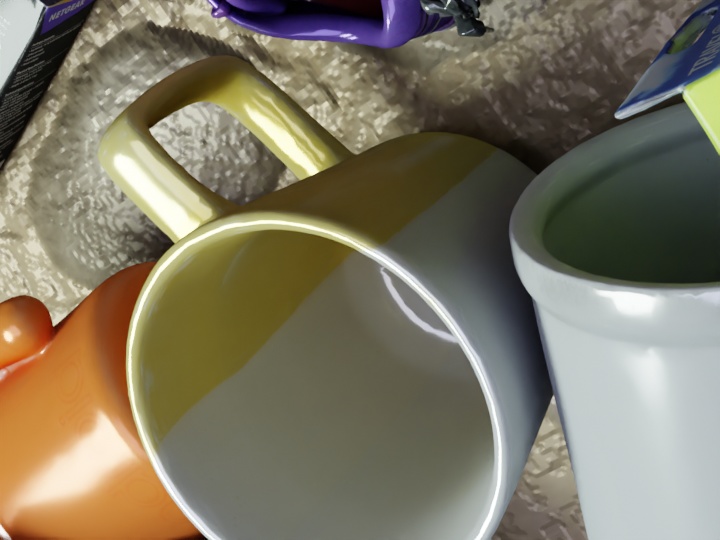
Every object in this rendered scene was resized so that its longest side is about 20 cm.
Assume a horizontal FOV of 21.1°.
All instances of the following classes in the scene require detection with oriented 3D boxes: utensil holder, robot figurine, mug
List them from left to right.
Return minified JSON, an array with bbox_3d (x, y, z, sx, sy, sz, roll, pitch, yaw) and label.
[{"bbox_3d":[-0.104,0.072,0.836,0.200,0.143,0.117,-39,52,36],"label":"robot figurine"},{"bbox_3d":[0.009,0.004,0.718,0.148,0.153,0.188,-8,110,31],"label":"mug"},{"bbox_3d":[0.151,0.058,0.663,0.169,0.170,0.202,-1,115,28],"label":"utensil holder"}]

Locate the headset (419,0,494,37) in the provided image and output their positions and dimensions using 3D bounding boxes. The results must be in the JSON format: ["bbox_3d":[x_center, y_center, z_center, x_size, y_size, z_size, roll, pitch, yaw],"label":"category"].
[{"bbox_3d":[0.096,-0.157,0.621,0.200,0.094,0.124,-40,102,22],"label":"headset"}]

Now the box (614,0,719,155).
[{"bbox_3d":[0.186,-0.093,0.595,0.199,0.122,0.048,-27,102,35],"label":"box"}]

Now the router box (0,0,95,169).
[{"bbox_3d":[-0.226,-0.128,0.838,0.200,0.052,0.157,41,125,4],"label":"router box"}]

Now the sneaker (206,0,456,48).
[{"bbox_3d":[-0.052,-0.133,0.726,0.199,0.083,0.081,17,121,21],"label":"sneaker"}]
